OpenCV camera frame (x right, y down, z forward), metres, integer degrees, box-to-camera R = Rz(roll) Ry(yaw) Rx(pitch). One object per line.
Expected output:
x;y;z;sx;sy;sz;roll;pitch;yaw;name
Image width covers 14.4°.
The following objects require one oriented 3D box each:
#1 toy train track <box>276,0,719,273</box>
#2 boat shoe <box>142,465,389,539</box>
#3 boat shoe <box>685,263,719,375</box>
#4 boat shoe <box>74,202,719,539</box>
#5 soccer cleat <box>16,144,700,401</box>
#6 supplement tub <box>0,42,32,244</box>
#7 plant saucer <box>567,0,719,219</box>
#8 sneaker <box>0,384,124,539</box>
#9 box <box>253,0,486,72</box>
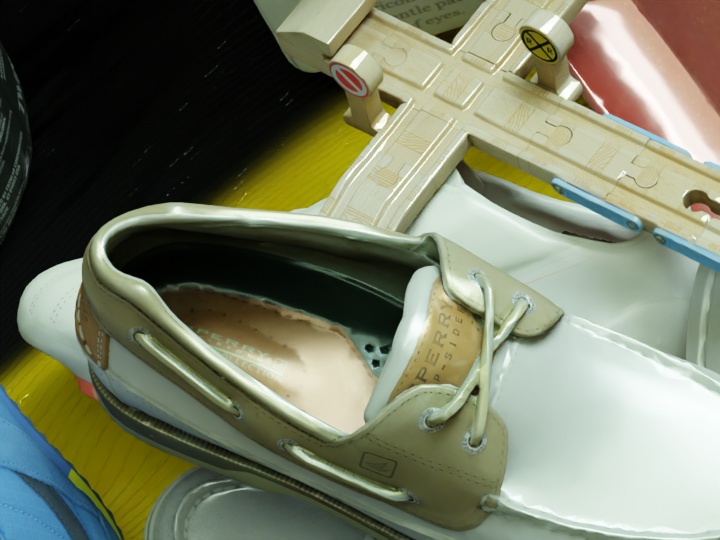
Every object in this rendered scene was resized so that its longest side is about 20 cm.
0.060;-0.038;0.771;0.199;0.033;0.115;28;66;26;toy train track
0.026;0.097;0.782;0.199;0.069;0.072;27;73;19;boat shoe
0.146;0.075;0.762;0.074;0.060;0.201;-32;66;29;boat shoe
0.019;0.033;0.738;0.199;0.069;0.075;12;65;11;boat shoe
0.000;0.000;0.821;0.198;0.069;0.078;2;107;6;soccer cleat
-0.175;-0.070;0.819;0.122;0.200;0.123;-4;65;9;supplement tub
0.157;-0.061;0.769;0.037;0.200;0.200;-24;73;-43;plant saucer
-0.127;0.050;0.763;0.066;0.200;0.079;-37;21;8;sneaker
0.032;-0.204;0.843;0.198;0.171;0.201;-17;61;11;box
